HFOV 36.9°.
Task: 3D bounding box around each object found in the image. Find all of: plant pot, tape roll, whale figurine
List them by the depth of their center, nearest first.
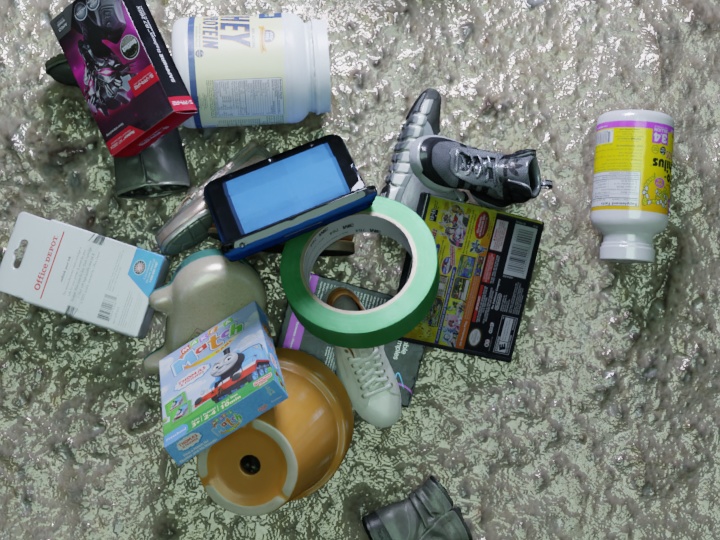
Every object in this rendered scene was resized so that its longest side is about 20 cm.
[{"bbox_3d":[-0.121,0.216,1.361,0.200,0.183,0.200,2,101,9],"label":"plant pot"},{"bbox_3d":[0.000,0.000,1.373,0.200,0.048,0.201,-3,61,6],"label":"tape roll"},{"bbox_3d":[-0.213,0.059,1.441,0.159,0.104,0.200,26,110,-25],"label":"whale figurine"}]

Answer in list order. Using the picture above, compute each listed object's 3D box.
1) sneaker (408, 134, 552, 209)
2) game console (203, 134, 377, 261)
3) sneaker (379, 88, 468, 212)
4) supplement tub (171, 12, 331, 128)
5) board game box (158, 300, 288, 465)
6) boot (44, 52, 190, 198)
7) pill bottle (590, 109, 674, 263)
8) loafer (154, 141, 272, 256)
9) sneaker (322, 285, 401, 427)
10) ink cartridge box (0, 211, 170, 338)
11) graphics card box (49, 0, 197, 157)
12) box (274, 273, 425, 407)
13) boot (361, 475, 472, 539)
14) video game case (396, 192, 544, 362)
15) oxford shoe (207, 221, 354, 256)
[{"bbox_3d":[0.163,-0.136,1.413,0.200,0.114,0.076,17,75,-40],"label":"sneaker"},{"bbox_3d":[-0.094,-0.100,1.352,0.200,0.171,0.118,-23,89,-4],"label":"game console"},{"bbox_3d":[0.101,-0.140,1.479,0.115,0.075,0.200,19,93,-10],"label":"sneaker"},{"bbox_3d":[-0.142,-0.264,1.426,0.200,0.145,0.145,-4,88,-4],"label":"supplement tub"},{"bbox_3d":[-0.172,0.131,1.312,0.151,0.200,0.037,-32,117,3],"label":"board game box"},{"bbox_3d":[-0.325,-0.195,1.446,0.182,0.073,0.200,-4,86,-4],"label":"boot"},{"bbox_3d":[0.369,-0.112,1.470,0.104,0.104,0.200,4,88,-3],"label":"pill bottle"},{"bbox_3d":[-0.199,-0.098,1.461,0.200,0.072,0.063,-37,72,-11],"label":"loafer"},{"bbox_3d":[-0.001,0.117,1.414,0.073,0.085,0.200,-24,91,-6],"label":"sneaker"},{"bbox_3d":[-0.368,0.006,1.438,0.200,0.067,0.116,19,86,0],"label":"ink cartridge box"},{"bbox_3d":[-0.301,-0.259,1.365,0.125,0.051,0.200,-27,85,32],"label":"graphics card box"},{"bbox_3d":[-0.011,0.093,1.473,0.200,0.036,0.143,16,87,-1],"label":"box"},{"bbox_3d":[0.098,0.389,1.454,0.131,0.068,0.200,-25,91,-10],"label":"boot"},{"bbox_3d":[0.143,0.011,1.459,0.181,0.025,0.200,12,93,-19],"label":"video game case"},{"bbox_3d":[-0.107,-0.060,1.461,0.200,0.071,0.071,3,83,-14],"label":"oxford shoe"}]
